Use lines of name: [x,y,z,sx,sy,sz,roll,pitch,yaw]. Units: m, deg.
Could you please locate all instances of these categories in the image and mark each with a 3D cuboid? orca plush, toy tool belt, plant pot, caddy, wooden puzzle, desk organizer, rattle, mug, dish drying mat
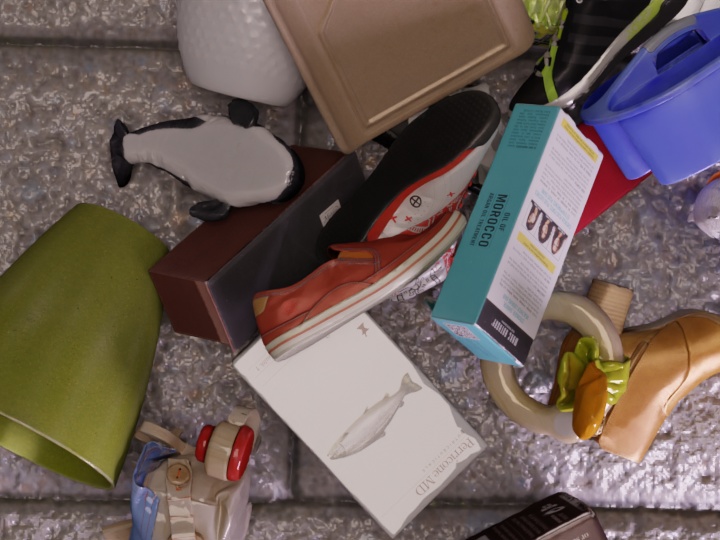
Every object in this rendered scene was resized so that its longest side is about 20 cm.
orca plush: [-0.123,-0.084,1.548,0.198,0.071,0.106,-6,73,29]
toy tool belt: [-0.159,0.189,1.511,0.122,0.201,0.125,16,44,6]
plant pot: [-0.245,0.053,1.517,0.186,0.187,0.201,26,73,-2]
caddy: [0.281,-0.160,1.522,0.199,0.141,0.106,-34,105,-12]
wooden puzzle: [0.030,-0.219,1.480,0.199,0.037,0.186,-32,121,-6]
desk organizer: [-0.081,-0.025,1.535,0.200,0.077,0.072,-44,127,-34]
rattle: [0.123,0.064,1.514,0.200,0.143,0.130,44,125,6]
mug: [-0.061,-0.231,1.541,0.198,0.147,0.177,10,99,-27]
dish drying mat: [0.195,-0.085,1.573,0.199,0.018,0.077,-37,101,-20]

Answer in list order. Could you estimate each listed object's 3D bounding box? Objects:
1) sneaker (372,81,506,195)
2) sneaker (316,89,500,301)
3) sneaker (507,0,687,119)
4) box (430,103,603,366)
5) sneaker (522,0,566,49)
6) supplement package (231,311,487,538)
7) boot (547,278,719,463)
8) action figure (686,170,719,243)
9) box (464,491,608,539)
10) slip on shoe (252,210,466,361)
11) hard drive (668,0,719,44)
sneaker: [0.069,-0.134,1.573,0.199,0.074,0.089,25,87,-13]
sneaker: [0.062,-0.059,1.530,0.201,0.108,0.067,-46,47,12]
sneaker: [0.188,-0.210,1.524,0.200,0.072,0.083,-43,109,12]
box: [0.131,-0.030,1.485,0.049,0.082,0.201,9,69,41]
sneaker: [0.140,-0.225,1.565,0.198,0.076,0.076,0,107,2]
supplement package: [-0.003,0.112,1.540,0.117,0.117,0.200,-43,91,-5]
boot: [0.270,0.101,1.582,0.199,0.071,0.145,16,94,3]
action figure: [0.362,-0.039,1.539,0.192,0.105,0.202,0,110,-27]
box: [0.155,0.317,1.519,0.163,0.166,0.201,-27,90,-3]
slip on shoe: [0.000,0.000,1.458,0.199,0.074,0.062,-30,84,-13]
hard drive: [0.245,-0.302,1.603,0.199,0.027,0.133,26,88,-1]
